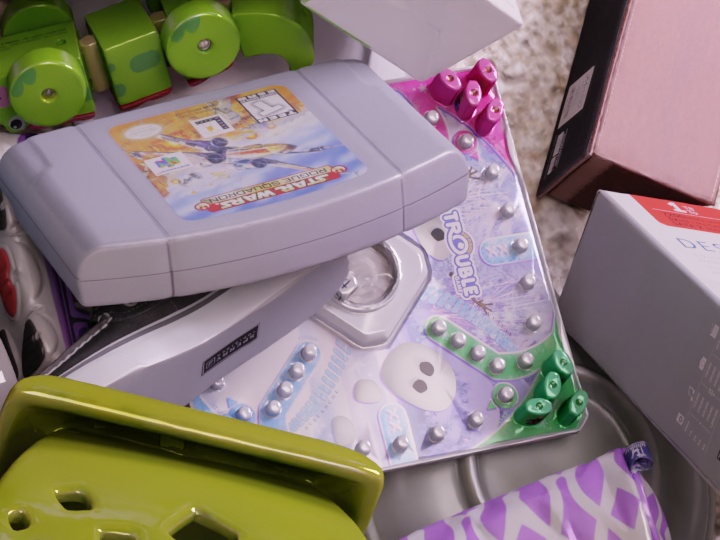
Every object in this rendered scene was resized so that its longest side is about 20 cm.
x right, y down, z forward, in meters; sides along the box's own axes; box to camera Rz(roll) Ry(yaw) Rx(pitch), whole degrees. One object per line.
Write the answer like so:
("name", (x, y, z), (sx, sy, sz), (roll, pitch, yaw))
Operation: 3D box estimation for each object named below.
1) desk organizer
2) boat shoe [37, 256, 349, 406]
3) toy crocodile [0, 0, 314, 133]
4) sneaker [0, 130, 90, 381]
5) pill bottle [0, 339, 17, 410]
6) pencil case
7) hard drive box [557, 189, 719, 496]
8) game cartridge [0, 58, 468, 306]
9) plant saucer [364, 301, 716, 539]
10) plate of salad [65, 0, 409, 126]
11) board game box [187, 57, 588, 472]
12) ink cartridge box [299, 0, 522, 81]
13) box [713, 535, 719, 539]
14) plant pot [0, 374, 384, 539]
("desk organizer", (0.165, -0.124, 1.526), (0.077, 0.072, 0.201), (22, 67, -12))
("boat shoe", (-0.094, 0.028, 1.325), (0.199, 0.069, 0.057), (-31, 66, -31))
("toy crocodile", (-0.120, -0.106, 1.394), (0.199, 0.062, 0.068), (-17, 39, -6))
("sneaker", (-0.137, 0.024, 1.379), (0.083, 0.081, 0.201), (-5, 75, -29))
("pill bottle", (-0.260, 0.083, 1.299), (0.199, 0.112, 0.113), (-19, 78, -23))
("pencil case", (0.061, 0.158, 1.354), (0.199, 0.086, 0.084), (-24, 124, 5))
("hard drive box", (0.212, 0.044, 1.401), (0.155, 0.200, 0.077), (7, 112, -28))
("game cartridge", (-0.057, -0.042, 1.331), (0.199, 0.133, 0.042), (-16, 119, -21))
("plant saucer", (0.096, 0.104, 1.437), (0.199, 0.050, 0.202), (6, 71, -16))
("plate of salad", (-0.065, -0.121, 1.465), (0.198, 0.048, 0.202), (2, 81, -14))
("board game box", (0.000, 0.000, 1.407), (0.199, 0.026, 0.201), (-10, 73, -16))
("ink cartridge box", (0.004, -0.209, 1.423), (0.117, 0.067, 0.201), (28, 40, -52))
("box", (0.178, 0.225, 1.342), (0.116, 0.201, 0.060), (-32, 42, -18))
("plant pot", (-0.095, 0.169, 1.217), (0.199, 0.200, 0.182), (13, 41, -12))
